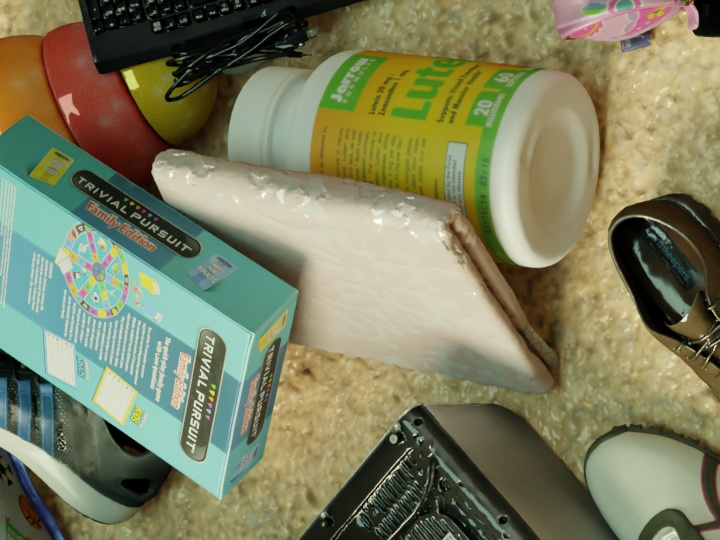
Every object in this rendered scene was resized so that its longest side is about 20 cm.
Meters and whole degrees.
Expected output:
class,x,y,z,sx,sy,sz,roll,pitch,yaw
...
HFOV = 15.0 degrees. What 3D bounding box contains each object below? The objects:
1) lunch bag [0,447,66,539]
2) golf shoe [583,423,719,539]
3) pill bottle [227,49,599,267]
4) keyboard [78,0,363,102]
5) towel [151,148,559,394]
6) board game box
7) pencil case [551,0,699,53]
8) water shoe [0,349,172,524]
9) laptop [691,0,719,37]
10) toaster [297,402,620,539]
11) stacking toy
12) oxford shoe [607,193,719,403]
class,x,y,z,sx,sy,sz,roll,pitch,yaw
lunch bag,-0.267,0.234,1.778,0.169,0.124,0.201,-26,95,30
golf shoe,0.190,0.161,1.506,0.200,0.088,0.077,46,116,23
pill bottle,0.027,-0.068,1.578,0.199,0.111,0.112,9,97,31
keyboard,-0.068,-0.169,1.624,0.199,0.040,0.105,-16,85,3
towel,0.000,0.000,1.567,0.199,0.191,0.032,11,65,31
board game box,-0.137,0.022,1.600,0.199,0.047,0.151,33,139,17
pencil case,0.133,-0.225,1.523,0.087,0.087,0.201,-13,86,32
water shoe,-0.201,0.075,1.717,0.200,0.072,0.079,39,105,-21
laptop,0.281,-0.211,1.473,0.200,0.103,0.178,8,97,57
toaster,0.062,0.197,1.567,0.200,0.118,0.181,48,116,21
stacking toy,-0.137,-0.110,1.691,0.199,0.146,0.147,-24,80,12
oxford shoe,0.202,0.043,1.494,0.200,0.084,0.073,47,113,19
